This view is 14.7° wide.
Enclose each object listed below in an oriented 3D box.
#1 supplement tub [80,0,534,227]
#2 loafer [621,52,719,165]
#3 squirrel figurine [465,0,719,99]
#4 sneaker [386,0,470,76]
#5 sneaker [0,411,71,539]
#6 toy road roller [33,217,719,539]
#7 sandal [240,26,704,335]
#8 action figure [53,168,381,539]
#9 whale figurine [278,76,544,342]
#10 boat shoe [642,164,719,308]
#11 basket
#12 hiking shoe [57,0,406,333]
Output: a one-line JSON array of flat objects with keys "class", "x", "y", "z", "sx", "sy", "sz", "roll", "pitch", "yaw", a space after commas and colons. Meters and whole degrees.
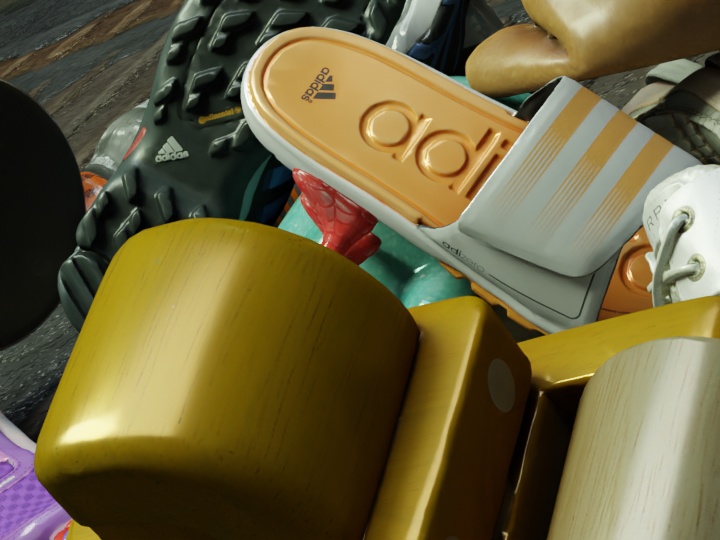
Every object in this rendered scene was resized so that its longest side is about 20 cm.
[{"class": "supplement tub", "x": -0.029, "y": -0.039, "z": 1.201, "sx": 0.199, "sy": 0.123, "sz": 0.122, "roll": -31, "pitch": 15, "yaw": -21}, {"class": "loafer", "x": 0.127, "y": -0.039, "z": 1.058, "sx": 0.063, "sy": 0.072, "sz": 0.200, "roll": -36, "pitch": 7, "yaw": 0}, {"class": "squirrel figurine", "x": 0.114, "y": -0.172, "z": 0.991, "sx": 0.141, "sy": 0.188, "sz": 0.200, "roll": -15, "pitch": 4, "yaw": -32}, {"class": "sneaker", "x": 0.020, "y": -0.147, "z": 1.157, "sx": 0.077, "sy": 0.076, "sz": 0.201, "roll": 16, "pitch": 51, "yaw": 12}, {"class": "sneaker", "x": -0.155, "y": 0.081, "z": 1.073, "sx": 0.080, "sy": 0.089, "sz": 0.200, "roll": -30, "pitch": 16, "yaw": -21}, {"class": "toy road roller", "x": 0.009, "y": 0.056, "z": 0.708, "sx": 0.199, "sy": 0.146, "sz": 0.123, "roll": -14, "pitch": 41, "yaw": 32}, {"class": "sandal", "x": 0.046, "y": -0.036, "z": 0.968, "sx": 0.079, "sy": 0.206, "sz": 0.059, "roll": -58, "pitch": -15, "yaw": -24}, {"class": "action figure", "x": -0.065, "y": 0.058, "z": 0.968, "sx": 0.201, "sy": 0.052, "sz": 0.065, "roll": -58, "pitch": -3, "yaw": -8}, {"class": "whale figurine", "x": 0.000, "y": 0.000, "z": 1.052, "sx": 0.199, "sy": 0.104, "sz": 0.159, "roll": -31, "pitch": 15, "yaw": -10}, {"class": "boat shoe", "x": 0.113, "y": -0.002, "z": 0.827, "sx": 0.200, "sy": 0.069, "sz": 0.071, "roll": -61, "pitch": -5, "yaw": -35}, {"class": "basket", "x": -0.212, "y": -0.023, "z": 1.167, "sx": 0.180, "sy": 0.137, "sz": 0.199, "roll": -29, "pitch": 17, "yaw": -35}, {"class": "hiking shoe", "x": -0.049, "y": -0.058, "z": 1.080, "sx": 0.200, "sy": 0.074, "sz": 0.087, "roll": -54, "pitch": -3, "yaw": 1}]
